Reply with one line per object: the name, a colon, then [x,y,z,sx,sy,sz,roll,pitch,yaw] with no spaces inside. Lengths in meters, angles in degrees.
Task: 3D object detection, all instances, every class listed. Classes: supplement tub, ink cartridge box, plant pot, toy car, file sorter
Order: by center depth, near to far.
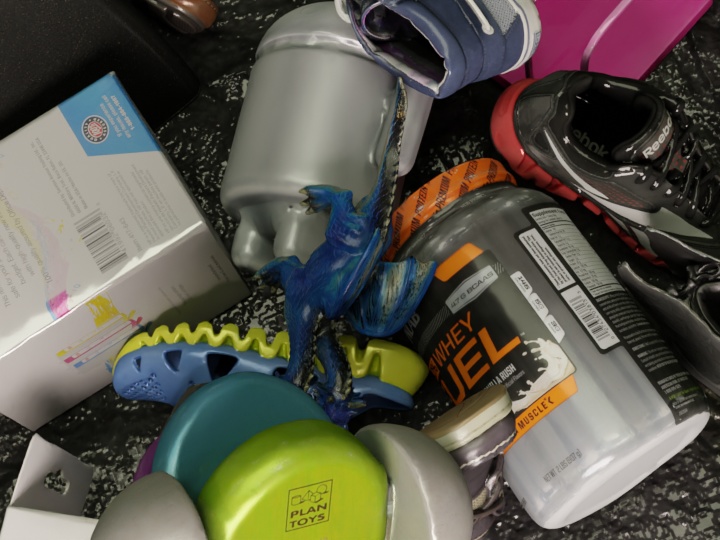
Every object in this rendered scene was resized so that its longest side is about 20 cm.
toy car: [-0.054,0.136,0.615,0.174,0.201,0.150,-10,39,-27]
ink cartridge box: [-0.168,0.206,0.735,0.067,0.117,0.201,8,72,10]
supplement tub: [0.100,0.039,0.752,0.122,0.123,0.200,-33,68,-4]
ink cartridge box: [-0.195,-0.001,0.809,0.200,0.125,0.129,-32,69,-3]
file sorter: [0.115,-0.214,0.839,0.200,0.125,0.139,40,81,19]
plant pot: [-0.260,-0.164,0.852,0.199,0.178,0.200,-41,69,-7]

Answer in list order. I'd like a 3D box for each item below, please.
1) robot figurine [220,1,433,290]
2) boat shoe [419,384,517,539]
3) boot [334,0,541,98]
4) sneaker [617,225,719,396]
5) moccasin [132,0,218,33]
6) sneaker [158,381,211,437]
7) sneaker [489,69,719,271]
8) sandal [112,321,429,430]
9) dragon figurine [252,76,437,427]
robot figurine: [-0.023,-0.087,0.821,0.169,0.113,0.201,-2,67,41]
boat shoe: [0.049,0.117,0.697,0.072,0.200,0.065,-28,78,-22]
boot: [0.012,-0.184,0.766,0.200,0.073,0.090,42,44,20]
sneaker: [0.239,0.052,0.735,0.199,0.104,0.060,35,78,18]
moccasin: [-0.163,-0.249,0.928,0.078,0.074,0.202,-41,60,2]
sneaker: [-0.072,0.160,0.749,0.080,0.086,0.201,9,92,51]
sneaker: [0.177,-0.058,0.764,0.200,0.098,0.071,31,73,-9]
sandal: [-0.060,0.082,0.788,0.199,0.080,0.087,4,75,12]
dragon figurine: [0.000,0.000,0.713,0.200,0.059,0.099,-55,43,10]
